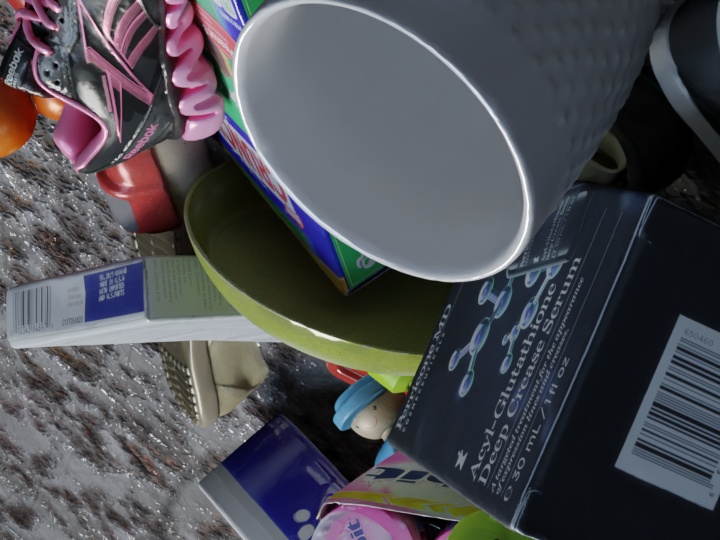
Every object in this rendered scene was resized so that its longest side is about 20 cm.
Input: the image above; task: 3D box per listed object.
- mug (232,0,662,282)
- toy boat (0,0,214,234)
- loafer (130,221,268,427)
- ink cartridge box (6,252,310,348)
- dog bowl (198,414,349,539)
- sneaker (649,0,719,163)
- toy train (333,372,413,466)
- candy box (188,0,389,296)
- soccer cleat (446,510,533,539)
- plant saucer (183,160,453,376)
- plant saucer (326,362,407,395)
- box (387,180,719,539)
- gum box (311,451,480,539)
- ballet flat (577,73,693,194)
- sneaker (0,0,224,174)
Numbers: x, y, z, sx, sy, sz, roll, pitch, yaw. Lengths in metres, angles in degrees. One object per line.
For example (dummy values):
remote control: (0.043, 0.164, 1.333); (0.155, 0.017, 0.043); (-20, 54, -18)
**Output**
mug: (0.055, -0.123, 0.876); (0.147, 0.176, 0.201); (30, 146, 13)
toy boat: (-0.169, -0.105, 1.162); (0.131, 0.130, 0.201); (78, 170, -65)
loafer: (-0.101, 0.007, 1.376); (0.076, 0.068, 0.202); (39, 143, 44)
ink cartridge box: (-0.079, 0.018, 1.226); (0.198, 0.041, 0.199); (1, 174, -32)
dog bowl: (-0.021, 0.199, 1.477); (0.200, 0.079, 0.200); (48, 173, 7)
sneaker: (0.219, -0.048, 0.903); (0.200, 0.073, 0.112); (46, 151, -12)
toy train: (0.051, 0.080, 1.230); (0.116, 0.084, 0.200); (50, 150, 15)
candy box: (-0.043, -0.116, 1.052); (0.169, 0.077, 0.201); (47, 166, 45)
soccer cleat: (0.123, 0.179, 0.996); (0.199, 0.065, 0.084); (26, 162, 32)
plant saucer: (0.000, 0.000, 1.113); (0.199, 0.200, 0.031); (28, 120, 19)
plant saucer: (0.045, 0.038, 1.280); (0.199, 0.037, 0.200); (26, 150, 24)
box: (0.109, 0.046, 0.945); (0.106, 0.150, 0.200); (23, 179, -15)
gum box: (0.079, 0.149, 1.105); (0.198, 0.113, 0.067); (6, 99, 21)
ballet flat: (0.070, -0.101, 1.008); (0.199, 0.069, 0.068); (36, 150, 6)
sneaker: (-0.128, -0.121, 0.977); (0.079, 0.095, 0.201); (52, 164, 42)
